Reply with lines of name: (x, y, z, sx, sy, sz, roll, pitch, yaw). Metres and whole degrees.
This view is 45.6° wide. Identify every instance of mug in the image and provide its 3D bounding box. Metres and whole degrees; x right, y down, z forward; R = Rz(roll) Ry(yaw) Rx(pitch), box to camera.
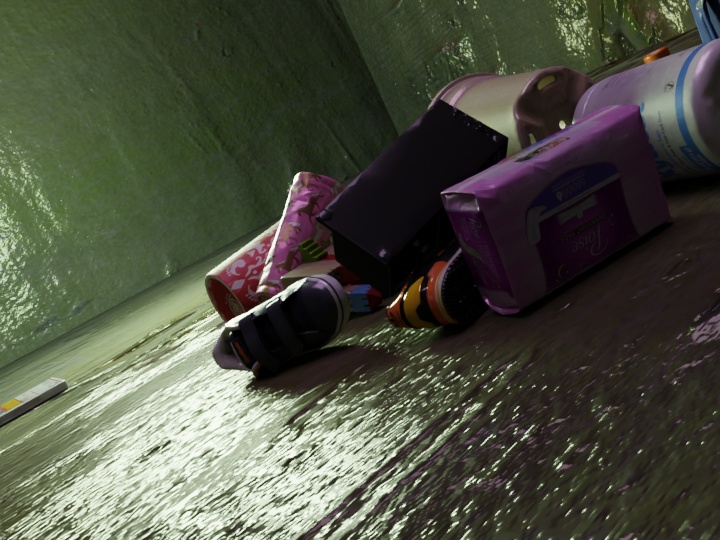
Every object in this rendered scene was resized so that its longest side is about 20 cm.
mug: (-0.116, 0.016, 1.275, 0.200, 0.178, 0.133, -36, 49, -29)

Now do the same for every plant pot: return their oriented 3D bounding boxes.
plant pot: (0.204, -0.166, 1.062, 0.200, 0.201, 0.183, -29, 9, -21)

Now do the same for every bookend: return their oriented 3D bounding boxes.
bookend: (0.058, -0.040, 0.927, 0.200, 0.092, 0.199, -45, -25, -24)

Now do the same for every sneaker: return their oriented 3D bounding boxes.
sneaker: (-0.093, 0.070, 0.953, 0.079, 0.079, 0.200, -28, -3, -43)
sneaker: (0.093, -0.002, 0.862, 0.090, 0.070, 0.200, -16, 15, 35)

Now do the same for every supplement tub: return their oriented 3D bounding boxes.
supplement tub: (0.335, -0.161, 0.908, 0.132, 0.132, 0.200, -29, 9, -21)

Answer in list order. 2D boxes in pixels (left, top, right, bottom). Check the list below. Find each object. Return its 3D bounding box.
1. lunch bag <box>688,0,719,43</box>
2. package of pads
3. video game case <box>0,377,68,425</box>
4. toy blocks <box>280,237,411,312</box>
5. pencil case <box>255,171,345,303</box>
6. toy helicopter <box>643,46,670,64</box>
lunch bag: (0.573, -0.380, 1.265, 0.132, 0.201, 0.136, -29, 15, -5)
package of pads: (0.182, -0.057, 0.776, 0.199, 0.121, 0.076, -29, 15, -19)
video game case: (-0.644, 0.256, 1.579, 0.200, 0.018, 0.143, -30, 10, -27)
toy blocks: (0.000, 0.000, 1.093, 0.136, 0.100, 0.200, -4, 20, 36)
pencil case: (-0.078, -0.036, 1.173, 0.087, 0.082, 0.201, 123, 163, -72)
toy helicopter: (0.501, -0.338, 1.620, 0.200, 0.079, 0.132, -34, 11, -25)
